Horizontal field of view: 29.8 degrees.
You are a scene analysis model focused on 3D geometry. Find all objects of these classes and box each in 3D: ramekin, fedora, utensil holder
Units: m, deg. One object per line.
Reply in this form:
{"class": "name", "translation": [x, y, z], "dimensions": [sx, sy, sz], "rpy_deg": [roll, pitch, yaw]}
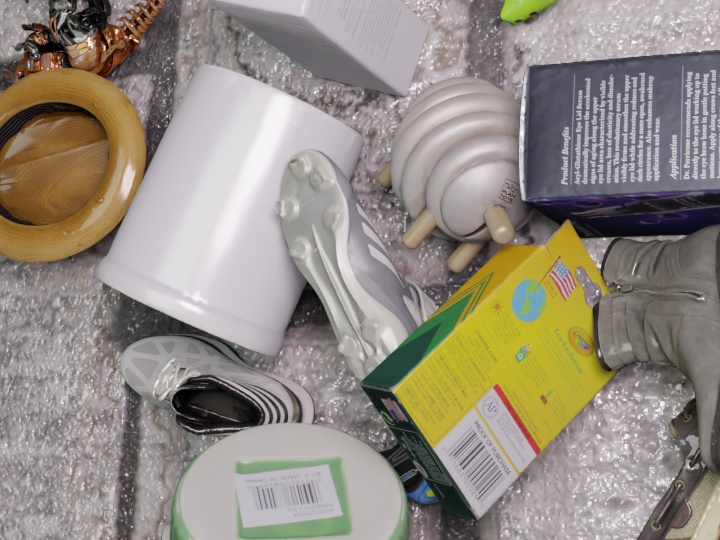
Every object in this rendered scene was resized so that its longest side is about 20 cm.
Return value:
{"class": "ramekin", "translation": [-0.054, 0.208, 1.039], "dimensions": [0.200, 0.200, 0.098], "rpy_deg": [24, 129, 28]}
{"class": "fedora", "translation": [-0.280, -0.093, 1.285], "dimensions": [0.200, 0.082, 0.201], "rpy_deg": [-4, 77, 20]}
{"class": "utensil holder", "translation": [-0.107, -0.052, 1.146], "dimensions": [0.170, 0.170, 0.200], "rpy_deg": [23, 88, 28]}

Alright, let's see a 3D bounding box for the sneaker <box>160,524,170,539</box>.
{"class": "sneaker", "translation": [-0.093, 0.287, 1.134], "dimensions": [0.083, 0.081, 0.200], "rpy_deg": [-40, 74, 0]}

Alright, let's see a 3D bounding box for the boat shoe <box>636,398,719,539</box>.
{"class": "boat shoe", "translation": [0.255, 0.123, 0.982], "dimensions": [0.065, 0.073, 0.200], "rpy_deg": [19, 88, 18]}

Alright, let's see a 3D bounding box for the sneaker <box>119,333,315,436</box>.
{"class": "sneaker", "translation": [-0.146, 0.094, 1.162], "dimensions": [0.200, 0.115, 0.076], "rpy_deg": [16, 87, 28]}

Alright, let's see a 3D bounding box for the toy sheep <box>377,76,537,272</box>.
{"class": "toy sheep", "translation": [0.085, -0.080, 1.074], "dimensions": [0.138, 0.138, 0.200], "rpy_deg": [-39, 41, 14]}

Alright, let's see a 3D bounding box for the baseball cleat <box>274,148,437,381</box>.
{"class": "baseball cleat", "translation": [0.000, 0.000, 1.067], "dimensions": [0.070, 0.106, 0.200], "rpy_deg": [-26, 76, 31]}

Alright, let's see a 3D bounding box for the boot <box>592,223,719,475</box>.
{"class": "boot", "translation": [0.227, 0.059, 0.965], "dimensions": [0.130, 0.068, 0.200], "rpy_deg": [-16, 53, 41]}

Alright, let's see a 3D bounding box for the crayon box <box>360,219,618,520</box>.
{"class": "crayon box", "translation": [0.110, 0.070, 1.008], "dimensions": [0.200, 0.127, 0.051], "rpy_deg": [-41, 20, -23]}

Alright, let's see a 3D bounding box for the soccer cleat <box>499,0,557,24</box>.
{"class": "soccer cleat", "translation": [0.110, -0.302, 1.147], "dimensions": [0.081, 0.067, 0.200], "rpy_deg": [-35, 67, 30]}

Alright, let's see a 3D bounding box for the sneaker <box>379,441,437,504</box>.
{"class": "sneaker", "translation": [0.069, 0.087, 1.083], "dimensions": [0.083, 0.071, 0.200], "rpy_deg": [27, 95, 22]}

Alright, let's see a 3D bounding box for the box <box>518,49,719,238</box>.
{"class": "box", "translation": [0.234, -0.089, 0.996], "dimensions": [0.200, 0.148, 0.105], "rpy_deg": [-2, 80, 27]}

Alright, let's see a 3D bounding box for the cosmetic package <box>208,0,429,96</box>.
{"class": "cosmetic package", "translation": [-0.031, -0.215, 1.119], "dimensions": [0.101, 0.200, 0.074], "rpy_deg": [18, 88, 27]}

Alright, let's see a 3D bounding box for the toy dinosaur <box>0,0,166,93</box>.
{"class": "toy dinosaur", "translation": [-0.271, -0.231, 1.319], "dimensions": [0.200, 0.102, 0.136], "rpy_deg": [-19, 87, 3]}
